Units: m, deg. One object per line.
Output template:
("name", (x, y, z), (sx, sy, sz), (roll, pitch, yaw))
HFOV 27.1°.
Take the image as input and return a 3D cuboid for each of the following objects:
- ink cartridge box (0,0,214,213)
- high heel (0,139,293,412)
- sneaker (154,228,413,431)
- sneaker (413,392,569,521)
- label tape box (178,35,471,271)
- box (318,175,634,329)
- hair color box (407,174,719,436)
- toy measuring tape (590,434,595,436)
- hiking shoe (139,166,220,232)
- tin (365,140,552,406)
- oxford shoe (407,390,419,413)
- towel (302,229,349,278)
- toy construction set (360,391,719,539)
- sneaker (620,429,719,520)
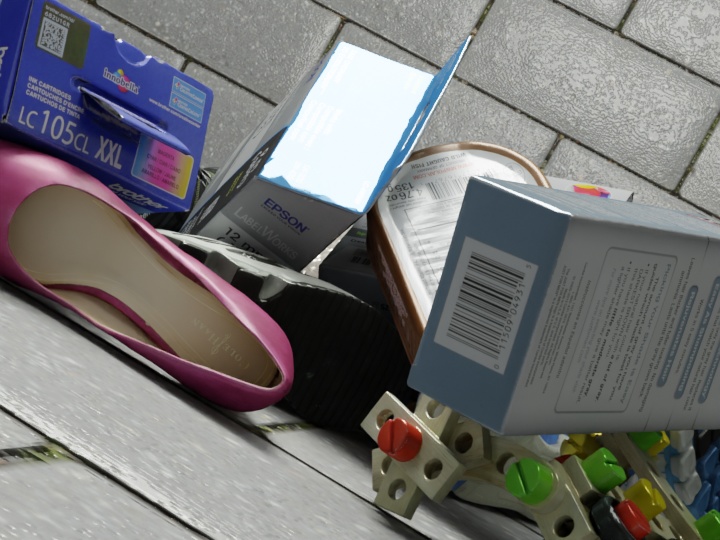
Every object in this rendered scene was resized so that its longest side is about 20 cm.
("ink cartridge box", (-0.176, -0.083, 0.800), (0.200, 0.076, 0.136), (-3, -19, 38))
("high heel", (-0.118, 0.000, 0.702), (0.200, 0.067, 0.096), (42, -12, -12))
("sneaker", (-0.059, 0.023, 0.835), (0.200, 0.074, 0.089), (29, 4, -24))
("sneaker", (0.062, 0.085, 0.902), (0.111, 0.077, 0.200), (38, 3, 37))
("label tape box", (-0.032, -0.063, 0.891), (0.066, 0.200, 0.143), (37, 44, -11))
("box", (0.078, -0.012, 0.939), (0.156, 0.041, 0.200), (11, 28, 15))
("hair color box", (0.118, 0.020, 0.702), (0.061, 0.099, 0.200), (26, 13, 41))
("toy measuring tape", (0.144, 0.089, 0.987), (0.074, 0.074, 0.200), (33, -37, 62))
("hiking shoe", (-0.125, -0.060, 0.980), (0.076, 0.101, 0.200), (29, 21, 20))
("tin", (0.068, 0.000, 0.829), (0.042, 0.112, 0.200), (80, -9, -45))
("oxford shoe", (0.014, 0.055, 1.077), (0.071, 0.073, 0.200), (28, 2, -25))
("towel", (0.000, 0.000, 1.006), (0.132, 0.034, 0.200), (-2, 26, 6))
("toy construction set", (0.100, 0.106, 0.707), (0.200, 0.092, 0.131), (18, 33, -37))
("sneaker", (0.176, 0.118, 0.860), (0.075, 0.200, 0.087), (-28, 29, -36))
